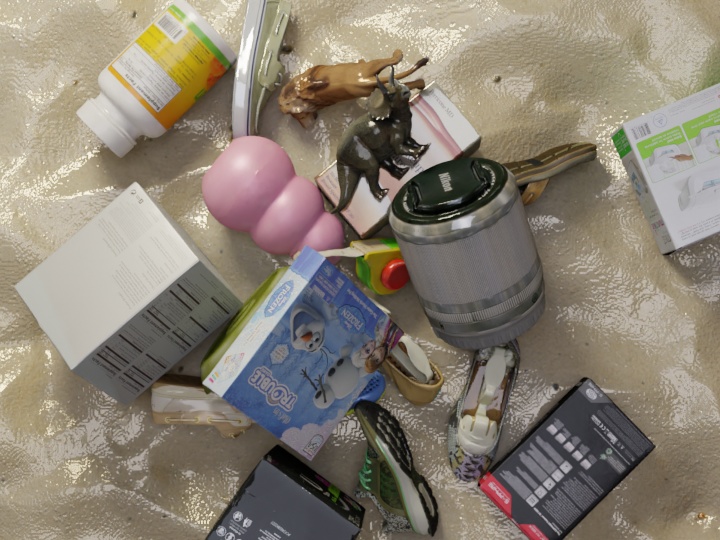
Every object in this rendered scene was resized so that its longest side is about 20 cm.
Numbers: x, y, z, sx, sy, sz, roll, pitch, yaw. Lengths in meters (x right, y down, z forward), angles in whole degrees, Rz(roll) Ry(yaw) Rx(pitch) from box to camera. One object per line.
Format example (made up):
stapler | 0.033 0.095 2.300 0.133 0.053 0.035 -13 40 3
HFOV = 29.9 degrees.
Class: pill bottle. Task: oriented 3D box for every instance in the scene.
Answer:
pill bottle | -0.265 -0.242 1.734 0.200 0.111 0.111 -45 87 -1

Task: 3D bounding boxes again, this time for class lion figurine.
lion figurine | -0.013 -0.238 1.708 0.122 0.200 0.073 -16 92 -34

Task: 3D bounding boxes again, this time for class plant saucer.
plant saucer | -0.138 0.065 1.667 0.031 0.200 0.200 39 88 -8

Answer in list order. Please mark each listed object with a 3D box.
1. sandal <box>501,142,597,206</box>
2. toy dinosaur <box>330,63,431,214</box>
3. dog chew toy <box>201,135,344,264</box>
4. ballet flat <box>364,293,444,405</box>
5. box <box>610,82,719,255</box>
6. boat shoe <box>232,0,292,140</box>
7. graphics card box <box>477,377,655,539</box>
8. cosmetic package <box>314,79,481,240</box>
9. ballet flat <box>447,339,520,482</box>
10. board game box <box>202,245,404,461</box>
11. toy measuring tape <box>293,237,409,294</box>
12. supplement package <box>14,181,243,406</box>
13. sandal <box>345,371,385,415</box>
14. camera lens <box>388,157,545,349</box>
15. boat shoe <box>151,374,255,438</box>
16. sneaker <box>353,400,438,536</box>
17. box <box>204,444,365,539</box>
sandal | 0.215 -0.113 1.743 0.199 0.080 0.054 -19 108 -4
toy dinosaur | 0.019 -0.155 1.661 0.102 0.077 0.200 43 121 0
dog chew toy | -0.103 -0.078 1.721 0.200 0.125 0.125 40 88 -5
ballet flat | 0.035 0.084 1.729 0.200 0.063 0.069 47 54 0
box | 0.450 -0.139 1.721 0.199 0.097 0.177 -24 87 -1
boat shoe | -0.129 -0.263 1.754 0.062 0.072 0.201 8 86 -3
graphics card box | 0.262 0.248 1.724 0.125 0.051 0.200 45 89 4
cosmetic package | 0.048 -0.138 1.733 0.200 0.087 0.103 -41 86 -2
ballet flat | 0.156 0.172 1.722 0.072 0.072 0.201 15 87 2
board game box | -0.062 0.102 1.603 0.043 0.200 0.199 32 83 41
toy measuring tape | 0.000 0.000 1.708 0.200 0.073 0.074 -8 86 -36
supplement package | -0.285 0.032 1.676 0.200 0.151 0.152 -41 61 -2
sandal | -0.063 0.121 1.711 0.199 0.080 0.087 15 129 -1
camera lens | 0.133 -0.025 1.654 0.160 0.160 0.200 -22 120 0
boat shoe | -0.171 0.180 1.732 0.199 0.074 0.069 9 101 1
sneaker | 0.024 0.259 1.702 0.088 0.077 0.200 -21 105 16
box | -0.087 0.310 1.652 0.148 0.200 0.124 36 89 3
